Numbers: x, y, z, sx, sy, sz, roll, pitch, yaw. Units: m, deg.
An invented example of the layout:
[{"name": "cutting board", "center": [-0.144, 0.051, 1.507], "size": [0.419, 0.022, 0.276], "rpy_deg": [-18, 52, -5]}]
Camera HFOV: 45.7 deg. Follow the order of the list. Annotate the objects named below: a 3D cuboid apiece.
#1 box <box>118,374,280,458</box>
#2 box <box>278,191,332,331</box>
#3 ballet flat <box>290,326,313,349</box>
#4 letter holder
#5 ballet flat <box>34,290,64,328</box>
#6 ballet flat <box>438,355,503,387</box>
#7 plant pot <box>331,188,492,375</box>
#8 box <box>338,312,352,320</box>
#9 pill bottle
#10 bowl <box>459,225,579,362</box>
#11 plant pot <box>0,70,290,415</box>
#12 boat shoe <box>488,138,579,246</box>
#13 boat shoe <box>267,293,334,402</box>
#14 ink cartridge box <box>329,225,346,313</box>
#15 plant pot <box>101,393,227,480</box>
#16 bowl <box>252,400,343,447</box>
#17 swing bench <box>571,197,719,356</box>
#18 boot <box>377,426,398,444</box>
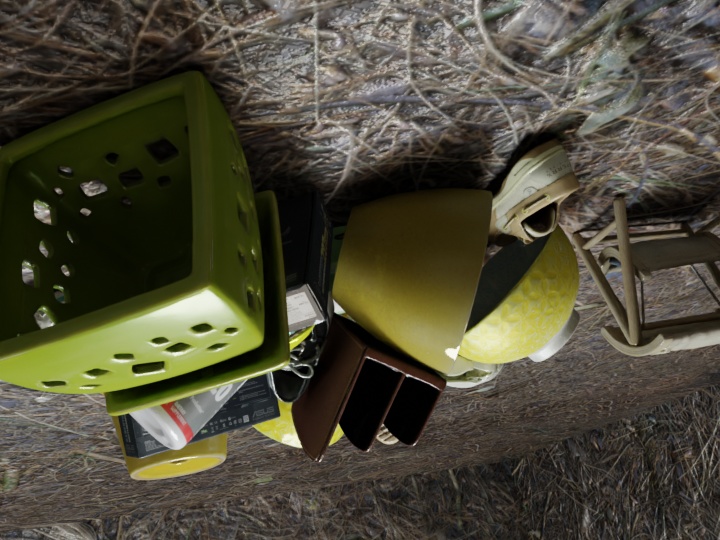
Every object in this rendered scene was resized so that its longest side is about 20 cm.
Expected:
[{"name": "box", "center": [-0.208, 0.131, 1.070], "size": [0.199, 0.159, 0.051], "rpy_deg": [-12, 180, -36]}, {"name": "box", "center": [-0.127, 0.011, 0.839], "size": [0.198, 0.158, 0.051], "rpy_deg": [-17, 124, 14]}, {"name": "ballet flat", "center": [-0.126, 0.075, 0.875], "size": [0.198, 0.067, 0.067], "rpy_deg": [-18, 141, 12]}, {"name": "letter holder", "center": [-0.002, 0.147, 0.977], "size": [0.100, 0.143, 0.200], "rpy_deg": [25, -178, -14]}, {"name": "ballet flat", "center": [-0.338, 0.074, 1.035], "size": [0.071, 0.072, 0.200], "rpy_deg": [-11, 161, -5]}, {"name": "ballet flat", "center": [0.135, 0.122, 1.115], "size": [0.199, 0.070, 0.069], "rpy_deg": [1, 156, -39]}, {"name": "plant pot", "center": [0.048, -0.003, 0.918], "size": [0.141, 0.202, 0.200], "rpy_deg": [14, 159, 2]}, {"name": "box", "center": [0.060, 0.073, 1.208], "size": [0.198, 0.102, 0.113], "rpy_deg": [-9, 159, -9]}, {"name": "pill bottle", "center": [-0.180, 0.097, 0.989], "size": [0.200, 0.114, 0.114], "rpy_deg": [-47, 174, -26]}, {"name": "bowl", "center": [0.201, 0.046, 1.044], "size": [0.200, 0.108, 0.200], "rpy_deg": [-47, -173, 7]}, {"name": "plant pot", "center": [-0.164, -0.004, 0.681], "size": [0.198, 0.200, 0.182], "rpy_deg": [-18, 147, 14]}, {"name": "boat shoe", "center": [0.185, -0.066, 0.944], "size": [0.074, 0.067, 0.200], "rpy_deg": [-27, 163, -14]}, {"name": "boat shoe", "center": [-0.075, 0.081, 0.937], "size": [0.073, 0.068, 0.200], "rpy_deg": [16, 144, -2]}, {"name": "ink cartridge box", "center": [0.000, 0.000, 1.061], "size": [0.144, 0.048, 0.200], "rpy_deg": [-10, 162, -6]}, {"name": "plant pot", "center": [-0.259, 0.176, 1.166], "size": [0.199, 0.190, 0.201], "rpy_deg": [-12, 159, -4]}, {"name": "bowl", "center": [-0.088, 0.153, 1.262], "size": [0.199, 0.200, 0.108], "rpy_deg": [5, 125, -40]}, {"name": "swing bench", "center": [0.414, 0.012, 1.115], "size": [0.197, 0.202, 0.130], "rpy_deg": [-5, 159, -18]}, {"name": "boot", "center": [0.030, 0.174, 1.318], "size": [0.072, 0.202, 0.166], "rpy_deg": [-19, 162, 2]}]
